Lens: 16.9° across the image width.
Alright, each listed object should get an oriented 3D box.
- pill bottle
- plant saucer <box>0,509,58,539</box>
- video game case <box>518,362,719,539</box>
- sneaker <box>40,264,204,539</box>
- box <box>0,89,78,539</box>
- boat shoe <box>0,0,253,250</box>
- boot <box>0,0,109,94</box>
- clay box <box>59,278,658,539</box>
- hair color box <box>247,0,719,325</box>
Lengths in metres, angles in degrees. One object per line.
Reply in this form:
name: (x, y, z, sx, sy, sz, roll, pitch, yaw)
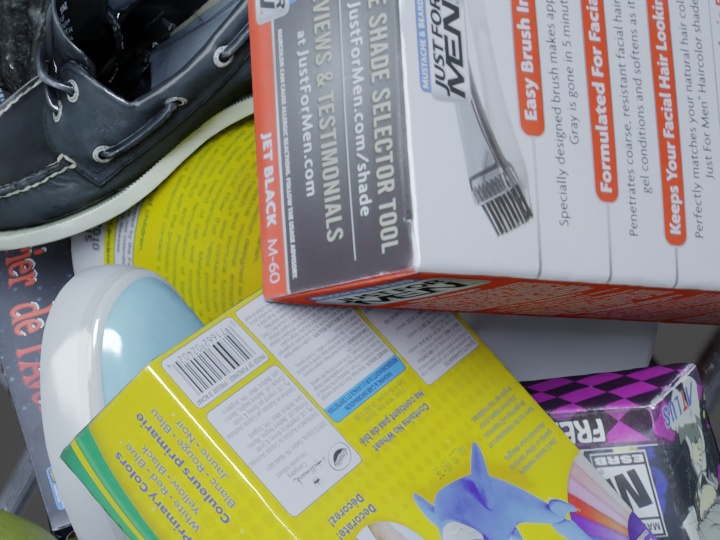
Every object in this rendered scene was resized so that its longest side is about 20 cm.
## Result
pill bottle: (0.000, 0.000, 0.794, 0.200, 0.109, 0.109, 15, 98, 49)
plant saucer: (-0.090, 0.164, 0.820, 0.200, 0.031, 0.200, 53, 157, 35)
video game case: (0.028, 0.124, 0.723, 0.200, 0.036, 0.182, -7, 107, 33)
sneaker: (-0.016, 0.083, 0.671, 0.082, 0.074, 0.200, -12, 113, 31)
box: (-0.116, 0.029, 0.920, 0.137, 0.038, 0.200, 81, 169, -63)
boat shoe: (-0.069, -0.071, 0.780, 0.199, 0.066, 0.075, -21, 45, 28)
boot: (-0.087, -0.170, 0.895, 0.079, 0.211, 0.158, 10, 124, 21)
clay box: (0.030, 0.089, 0.614, 0.200, 0.115, 0.048, 50, 125, 4)
hair color box: (0.066, -0.044, 0.653, 0.064, 0.200, 0.111, -12, 77, 47)
